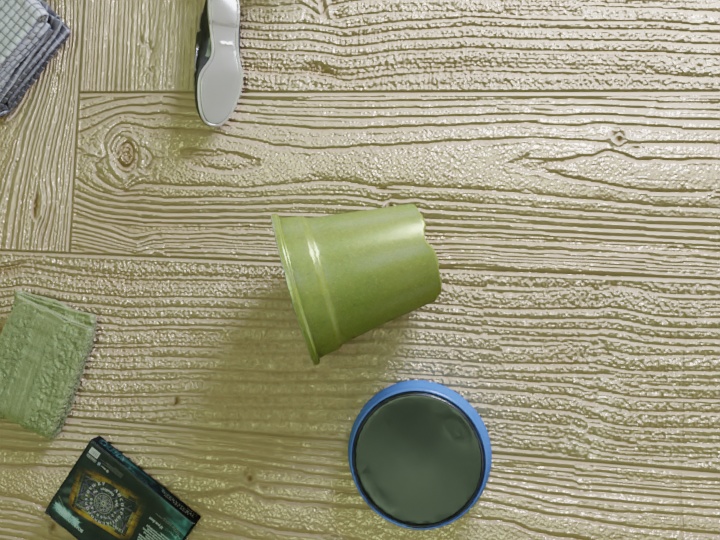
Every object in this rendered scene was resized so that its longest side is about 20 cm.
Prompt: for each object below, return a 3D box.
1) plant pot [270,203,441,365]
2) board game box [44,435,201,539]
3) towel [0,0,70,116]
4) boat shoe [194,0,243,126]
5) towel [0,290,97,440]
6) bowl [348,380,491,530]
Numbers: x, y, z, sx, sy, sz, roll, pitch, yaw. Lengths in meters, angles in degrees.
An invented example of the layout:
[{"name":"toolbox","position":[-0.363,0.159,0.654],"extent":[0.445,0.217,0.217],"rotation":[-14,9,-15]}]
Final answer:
[{"name":"plant pot","position":[0.000,0.000,0.781],"extent":[0.183,0.200,0.202],"rotation":[-16,86,-3]},{"name":"board game box","position":[-0.354,0.361,0.889],"extent":[0.200,0.028,0.136],"rotation":[36,94,7]},{"name":"towel","position":[-0.563,-0.357,0.919],"extent":[0.166,0.086,0.200],"rotation":[43,96,9]},{"name":"boat shoe","position":[-0.210,-0.309,0.884],"extent":[0.067,0.057,0.201],"rotation":[4,93,-27]},{"name":"towel","position":[-0.488,0.142,0.914],"extent":[0.148,0.036,0.201],"rotation":[19,90,8]},{"name":"bowl","position":[0.079,0.254,0.823],"extent":[0.199,0.039,0.202],"rotation":[0,88,9]}]
